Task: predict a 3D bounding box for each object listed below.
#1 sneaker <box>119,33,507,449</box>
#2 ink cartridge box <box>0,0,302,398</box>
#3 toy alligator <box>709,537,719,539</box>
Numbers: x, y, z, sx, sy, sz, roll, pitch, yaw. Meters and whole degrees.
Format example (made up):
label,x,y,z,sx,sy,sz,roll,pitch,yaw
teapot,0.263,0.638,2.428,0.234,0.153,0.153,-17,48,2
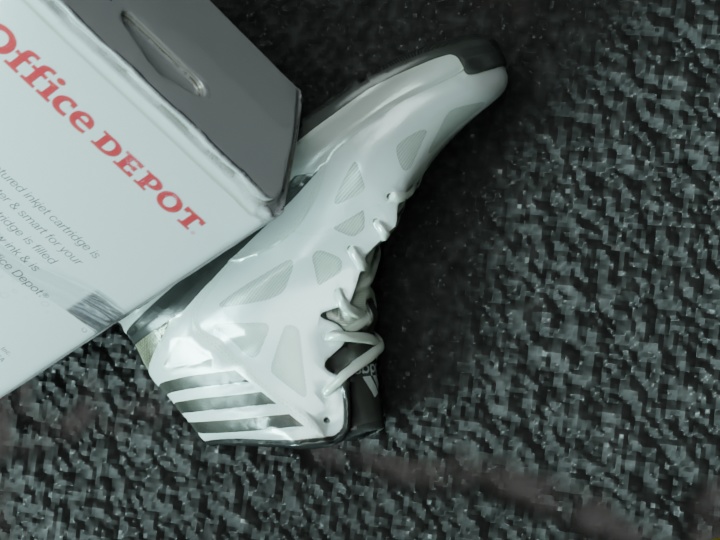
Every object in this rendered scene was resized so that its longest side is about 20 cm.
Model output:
label,x,y,z,sx,sy,sz,roll,pitch,yaw
sneaker,0.000,0.000,0.900,0.200,0.076,0.116,-37,82,19
ink cartridge box,-0.142,-0.044,0.861,0.200,0.146,0.085,-31,30,30
toy alligator,0.156,0.129,0.836,0.200,0.059,0.054,-41,115,8
